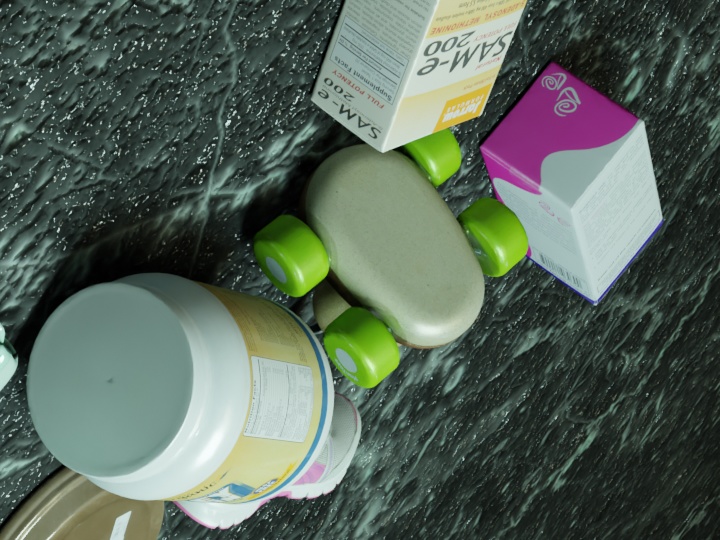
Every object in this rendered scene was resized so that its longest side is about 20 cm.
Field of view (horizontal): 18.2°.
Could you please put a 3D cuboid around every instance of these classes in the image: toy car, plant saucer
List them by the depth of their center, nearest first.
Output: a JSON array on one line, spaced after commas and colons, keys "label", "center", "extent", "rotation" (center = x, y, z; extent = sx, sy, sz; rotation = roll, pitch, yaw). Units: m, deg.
[{"label": "plant saucer", "center": [-0.211, 0.214, 1.636], "extent": [0.200, 0.029, 0.201], "rotation": [-42, 153, -27]}, {"label": "toy car", "center": [0.000, 0.000, 1.665], "extent": [0.164, 0.158, 0.200], "rotation": [-39, -178, -23]}]

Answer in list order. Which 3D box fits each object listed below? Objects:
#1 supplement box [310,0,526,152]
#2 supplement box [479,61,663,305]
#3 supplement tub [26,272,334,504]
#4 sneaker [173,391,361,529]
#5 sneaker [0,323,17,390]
[{"label": "supplement box", "center": [0.056, -0.192, 1.527], "extent": [0.126, 0.073, 0.201], "rotation": [-24, 143, -48]}, {"label": "supplement box", "center": [0.180, -0.071, 1.895], "extent": [0.104, 0.101, 0.200], "rotation": [-50, 157, -9]}, {"label": "supplement tub", "center": [-0.117, 0.080, 1.482], "extent": [0.145, 0.144, 0.200], "rotation": [-57, 156, 8]}, {"label": "sneaker", "center": [-0.061, 0.128, 1.734], "extent": [0.199, 0.081, 0.089], "rotation": [-23, 144, -52]}, {"label": "sneaker", "center": [-0.264, 0.058, 1.261], "extent": [0.118, 0.074, 0.200], "rotation": [-49, 167, 6]}]
